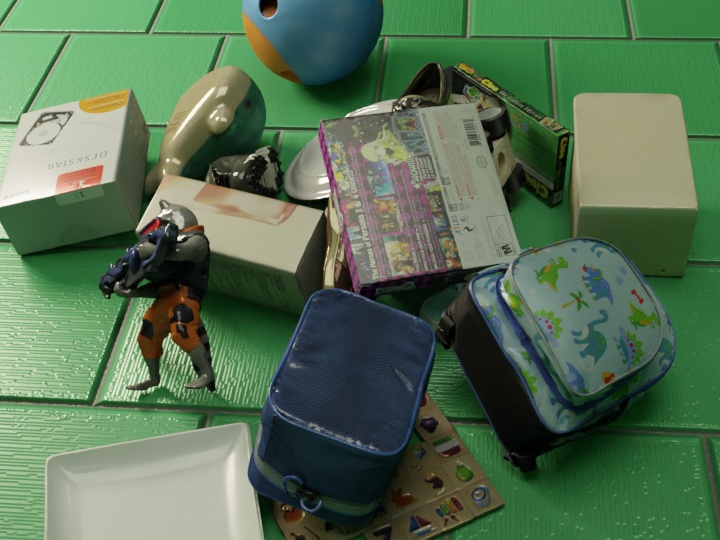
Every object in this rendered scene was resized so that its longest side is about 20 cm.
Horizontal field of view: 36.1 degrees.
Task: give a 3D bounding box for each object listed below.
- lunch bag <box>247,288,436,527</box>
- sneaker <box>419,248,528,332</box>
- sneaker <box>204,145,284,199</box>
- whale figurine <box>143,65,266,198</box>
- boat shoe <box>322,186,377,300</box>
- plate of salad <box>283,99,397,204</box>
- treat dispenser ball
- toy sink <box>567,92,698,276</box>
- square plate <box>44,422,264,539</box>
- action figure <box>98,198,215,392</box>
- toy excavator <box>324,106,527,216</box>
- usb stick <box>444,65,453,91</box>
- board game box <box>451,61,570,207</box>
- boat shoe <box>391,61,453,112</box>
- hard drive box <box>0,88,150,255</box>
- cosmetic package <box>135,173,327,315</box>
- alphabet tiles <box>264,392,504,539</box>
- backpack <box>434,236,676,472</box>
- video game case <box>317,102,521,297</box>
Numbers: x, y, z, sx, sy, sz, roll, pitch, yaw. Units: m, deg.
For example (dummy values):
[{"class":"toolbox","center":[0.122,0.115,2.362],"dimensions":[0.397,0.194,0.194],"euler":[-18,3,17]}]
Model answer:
[{"class":"lunch bag","center":[-0.020,0.136,1.019],"dimensions":[0.134,0.133,0.201],"euler":[21,44,3]},{"class":"sneaker","center":[0.156,0.011,1.192],"dimensions":[0.197,0.083,0.074],"euler":[-15,41,-13]},{"class":"sneaker","center":[-0.146,-0.104,1.323],"dimensions":[0.089,0.068,0.200],"euler":[-13,12,5]},{"class":"whale figurine","center":[-0.194,-0.163,1.411],"dimensions":[0.158,0.104,0.202],"euler":[-6,49,53]},{"class":"boat shoe","center":[0.000,0.000,1.174],"dimensions":[0.071,0.072,0.203],"euler":[0,70,6]},{"class":"plate of salad","center":[-0.006,-0.146,1.384],"dimensions":[0.198,0.048,0.201],"euler":[-23,32,15]},{"class":"treat dispenser ball","center":[-0.066,-0.360,1.535],"dimensions":[0.197,0.203,0.203],"euler":[-2,41,2]},{"class":"toy sink","center":[0.309,-0.100,1.286],"dimensions":[0.128,0.113,0.202],"euler":[2,46,5]},{"class":"square plate","center":[-0.187,0.234,1.004],"dimensions":[0.197,0.029,0.200],"euler":[-9,42,-6]},{"class":"action figure","center":[-0.201,0.026,1.148],"dimensions":[0.103,0.197,0.199],"euler":[6,-10,-31]},{"class":"toy excavator","center":[0.077,-0.101,1.325],"dimensions":[0.197,0.101,0.195],"euler":[-7,28,32]},{"class":"usb stick","center":[0.097,-0.218,1.492],"dimensions":[0.055,0.033,0.200],"euler":[16,46,26]},{"class":"board game box","center":[0.182,-0.172,1.381],"dimensions":[0.023,0.106,0.200],"euler":[-23,46,-27]},{"class":"boat shoe","center":[0.060,-0.173,1.276],"dimensions":[0.072,0.066,0.201],"euler":[0,38,16]},{"class":"hard drive box","center":[-0.349,-0.124,1.366],"dimensions":[0.153,0.077,0.202],"euler":[-12,41,5]},{"class":"cosmetic package","center":[-0.134,-0.028,1.228],"dimensions":[0.197,0.104,0.088],"euler":[15,63,18]},{"class":"alphabet tiles","center":[0.011,0.199,1.048],"dimensions":[0.197,0.008,0.168],"euler":[-20,44,-17]},{"class":"backpack","center":[0.205,0.060,1.065],"dimensions":[0.198,0.147,0.185],"euler":[-20,73,-32]},{"class":"video game case","center":[0.061,-0.077,1.163],"dimensions":[0.178,0.036,0.203],"euler":[-8,65,-14]}]
